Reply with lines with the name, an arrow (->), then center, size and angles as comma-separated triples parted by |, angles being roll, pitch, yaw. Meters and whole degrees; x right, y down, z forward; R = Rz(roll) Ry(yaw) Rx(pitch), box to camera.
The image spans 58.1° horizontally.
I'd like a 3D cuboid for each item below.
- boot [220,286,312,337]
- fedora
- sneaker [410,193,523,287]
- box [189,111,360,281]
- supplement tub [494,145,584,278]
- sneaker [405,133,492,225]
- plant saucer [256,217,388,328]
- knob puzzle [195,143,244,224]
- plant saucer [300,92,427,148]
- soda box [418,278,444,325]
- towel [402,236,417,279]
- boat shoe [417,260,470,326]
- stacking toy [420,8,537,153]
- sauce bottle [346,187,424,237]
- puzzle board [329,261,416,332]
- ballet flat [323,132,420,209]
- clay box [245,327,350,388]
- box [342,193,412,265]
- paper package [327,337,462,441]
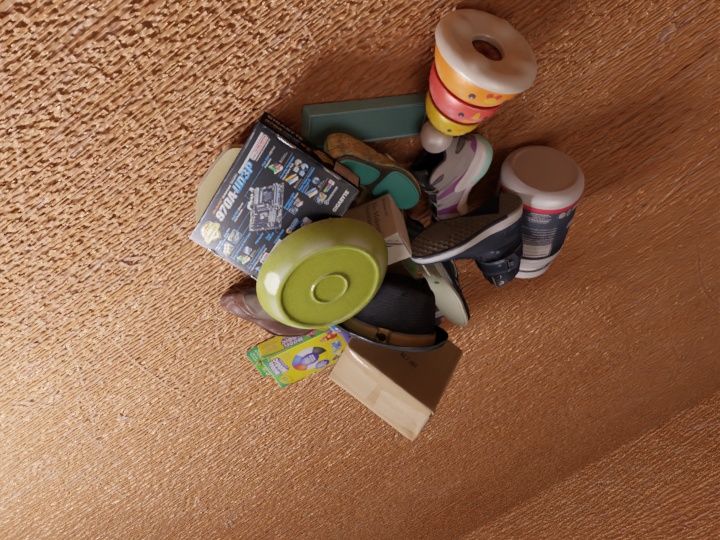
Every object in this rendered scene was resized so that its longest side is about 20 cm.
boot -> -0.122, 0.067, 1.039 | 0.183, 0.066, 0.199 | 15, 168, -24
fedora -> 0.050, 0.056, 1.037 | 0.197, 0.200, 0.094 | 3, 105, -32
sneaker -> 0.178, -0.021, 1.052 | 0.199, 0.077, 0.148 | -22, 133, -7
box -> -0.116, -0.083, 0.879 | 0.157, 0.046, 0.201 | 31, 115, -14
supplement tub -> 0.297, -0.099, 1.128 | 0.137, 0.142, 0.202 | -14, 141, -14
sneaker -> 0.114, -0.132, 1.041 | 0.137, 0.078, 0.203 | 4, 118, -29
plant saucer -> -0.047, 0.016, 0.909 | 0.196, 0.031, 0.202 | -15, 137, -15
knob puzzle -> -0.150, -0.112, 0.945 | 0.215, 0.031, 0.222 | -11, 140, -9
plant saucer -> 0.011, -0.213, 0.935 | 0.196, 0.019, 0.071 | -12, 141, -19
soda box -> 0.117, 0.107, 1.330 | 0.069, 0.064, 0.202 | -6, 139, -23
towel -> 0.000, 0.000, 1.108 | 0.195, 0.031, 0.151 | -3, 138, 4
boat shoe -> 0.164, 0.018, 1.204 | 0.068, 0.071, 0.202 | -45, 121, -29
stacking toy -> 0.139, -0.238, 0.899 | 0.143, 0.148, 0.201 | -6, 149, -24
sauce bottle -> 0.032, -0.094, 1.045 | 0.065, 0.065, 0.198 | -43, 139, 23
puzzle board -> -0.003, 0.033, 1.110 | 0.197, 0.018, 0.151 | -22, 134, 24
ballet flat -> 0.019, -0.150, 0.953 | 0.198, 0.071, 0.071 | 17, 126, -47
clay box -> -0.114, 0.160, 1.272 | 0.197, 0.048, 0.116 | -26, 142, -1
box -> -0.027, -0.034, 0.981 | 0.197, 0.083, 0.069 | -23, 144, 14
paper package -> 0.069, 0.174, 1.213 | 0.191, 0.198, 0.104 | -49, 173, -48
